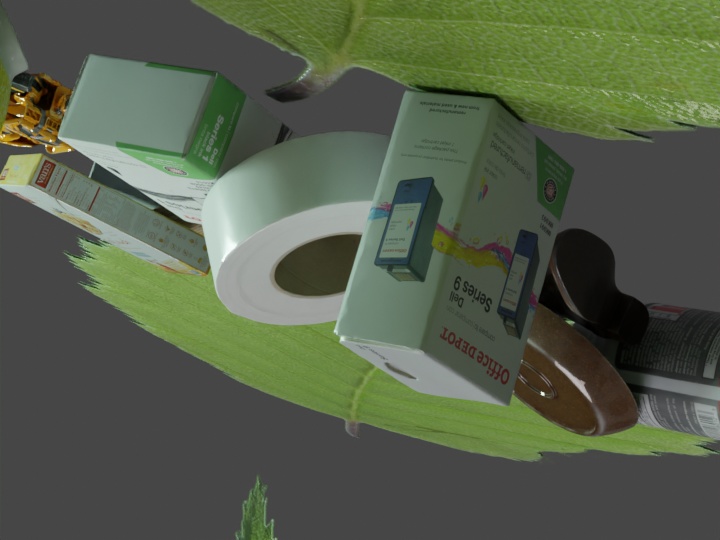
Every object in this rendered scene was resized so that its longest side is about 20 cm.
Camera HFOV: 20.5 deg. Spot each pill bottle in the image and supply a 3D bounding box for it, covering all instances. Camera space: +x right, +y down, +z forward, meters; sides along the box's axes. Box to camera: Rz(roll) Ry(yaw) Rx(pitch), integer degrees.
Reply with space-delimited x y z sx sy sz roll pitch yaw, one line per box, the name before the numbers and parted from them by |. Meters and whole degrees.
pill bottle | 0.297 0.091 1.857 0.199 0.116 0.116 9 165 40

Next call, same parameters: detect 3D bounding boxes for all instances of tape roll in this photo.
tape roll | -0.030 -0.032 1.666 0.201 0.071 0.203 -11 151 -6

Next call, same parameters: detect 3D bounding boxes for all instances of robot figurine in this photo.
robot figurine | -0.333 -0.151 1.862 0.199 0.059 0.145 8 167 42

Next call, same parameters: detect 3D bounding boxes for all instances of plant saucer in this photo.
plant saucer | 0.169 0.090 1.849 0.200 0.035 0.200 37 164 13

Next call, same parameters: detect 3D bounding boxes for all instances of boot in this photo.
boot | 0.145 -0.003 1.818 0.199 0.064 0.186 20 161 38

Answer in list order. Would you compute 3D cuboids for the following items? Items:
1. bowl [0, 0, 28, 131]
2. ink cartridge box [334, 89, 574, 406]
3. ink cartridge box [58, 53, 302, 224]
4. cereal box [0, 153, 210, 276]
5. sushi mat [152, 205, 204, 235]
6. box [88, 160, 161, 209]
bowl | -0.325 -0.175 1.565 0.107 0.201 0.200 -24 172 -8
ink cartridge box | 0.073 -0.014 1.503 0.087 0.201 0.145 10 165 35
ink cartridge box | -0.137 -0.103 1.714 0.145 0.085 0.200 11 166 34
cereal box | -0.248 -0.054 1.946 0.199 0.040 0.144 27 172 -20
sushi mat | -0.163 -0.044 2.015 0.095 0.012 0.200 30 153 -26
box | -0.216 -0.068 2.112 0.155 0.041 0.200 20 169 -9
